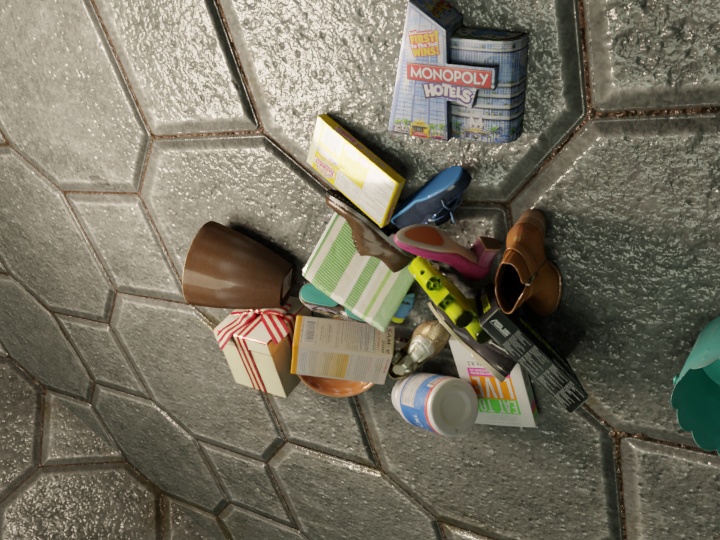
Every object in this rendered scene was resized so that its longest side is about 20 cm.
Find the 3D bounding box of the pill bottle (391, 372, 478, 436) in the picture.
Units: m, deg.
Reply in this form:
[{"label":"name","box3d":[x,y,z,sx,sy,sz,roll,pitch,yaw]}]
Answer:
[{"label":"pill bottle","box3d":[0.141,0.264,1.316,0.112,0.112,0.200,52,161,-10]}]

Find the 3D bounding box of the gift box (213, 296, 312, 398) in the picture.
[{"label":"gift box","box3d":[-0.207,0.162,1.470,0.183,0.200,0.188,5,126,28]}]

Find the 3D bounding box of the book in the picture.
[{"label":"book","box3d":[0.261,0.209,1.264,0.133,0.048,0.201,-2,119,37]}]

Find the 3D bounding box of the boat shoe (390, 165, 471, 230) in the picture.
[{"label":"boat shoe","box3d":[0.128,-0.112,1.084,0.069,0.084,0.200,42,156,-10]}]

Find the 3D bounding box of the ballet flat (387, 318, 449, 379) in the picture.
[{"label":"ballet flat","box3d":[0.113,0.169,1.323,0.070,0.065,0.200,37,138,3]}]

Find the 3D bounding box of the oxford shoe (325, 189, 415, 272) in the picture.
[{"label":"oxford shoe","box3d":[0.005,-0.069,1.185,0.200,0.073,0.085,41,112,6]}]

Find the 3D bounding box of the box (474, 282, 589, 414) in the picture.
[{"label":"box","box3d":[0.273,0.119,1.073,0.200,0.193,0.048,45,101,-1]}]

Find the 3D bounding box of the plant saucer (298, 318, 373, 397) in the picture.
[{"label":"plant saucer","box3d":[-0.046,0.186,1.424,0.198,0.038,0.201,0,117,0]}]

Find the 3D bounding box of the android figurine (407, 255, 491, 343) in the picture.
[{"label":"android figurine","box3d":[0.150,0.040,1.116,0.041,0.200,0.182,-45,125,11]}]

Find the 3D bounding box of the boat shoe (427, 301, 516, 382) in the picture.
[{"label":"boat shoe","box3d":[0.206,0.113,1.192,0.200,0.063,0.073,46,-176,27]}]

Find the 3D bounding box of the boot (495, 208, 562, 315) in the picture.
[{"label":"boot","box3d":[0.261,0.023,1.017,0.076,0.155,0.201,8,128,26]}]

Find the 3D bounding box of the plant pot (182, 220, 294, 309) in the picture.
[{"label":"plant pot","box3d":[-0.249,0.007,1.405,0.199,0.187,0.188,14,133,9]}]

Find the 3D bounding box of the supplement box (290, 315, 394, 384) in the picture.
[{"label":"supplement box","box3d":[-0.038,0.162,1.326,0.198,0.074,0.126,8,144,-4]}]

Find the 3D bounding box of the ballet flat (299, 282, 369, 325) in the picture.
[{"label":"ballet flat","box3d":[-0.029,0.073,1.360,0.199,0.072,0.072,15,132,17]}]

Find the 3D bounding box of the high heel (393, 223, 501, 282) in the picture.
[{"label":"high heel","box3d":[0.133,-0.021,1.086,0.096,0.199,0.068,-62,38,40]}]

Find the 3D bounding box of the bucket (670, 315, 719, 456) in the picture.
[{"label":"bucket","box3d":[0.559,0.165,0.924,0.206,0.135,0.208,21,134,24]}]

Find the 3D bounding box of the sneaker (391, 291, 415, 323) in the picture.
[{"label":"sneaker","box3d":[0.021,0.021,1.285,0.199,0.066,0.079,32,112,20]}]

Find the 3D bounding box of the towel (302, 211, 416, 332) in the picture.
[{"label":"towel","box3d":[0.000,0.000,1.241,0.199,0.023,0.153,32,98,11]}]

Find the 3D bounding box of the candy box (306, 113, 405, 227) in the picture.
[{"label":"candy box","box3d":[-0.012,-0.174,1.131,0.200,0.026,0.103,43,141,20]}]

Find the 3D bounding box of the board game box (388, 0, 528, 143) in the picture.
[{"label":"board game box","box3d":[0.132,-0.288,0.933,0.199,0.062,0.201,15,132,28]}]
